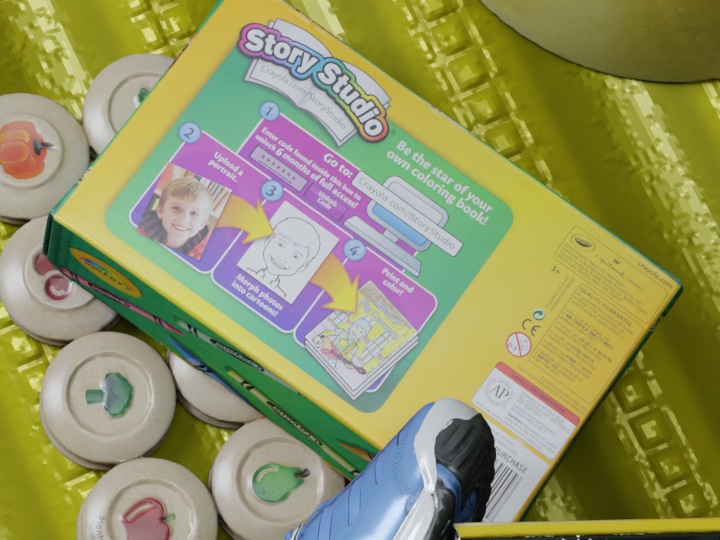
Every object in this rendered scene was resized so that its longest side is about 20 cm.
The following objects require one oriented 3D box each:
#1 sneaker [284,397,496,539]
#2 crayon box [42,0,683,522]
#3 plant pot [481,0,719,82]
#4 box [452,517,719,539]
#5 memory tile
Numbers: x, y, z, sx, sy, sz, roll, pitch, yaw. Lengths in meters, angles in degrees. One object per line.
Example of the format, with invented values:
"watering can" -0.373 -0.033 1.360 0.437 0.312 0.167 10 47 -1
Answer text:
"sneaker" -0.028 0.120 0.957 0.077 0.076 0.200 39 101 15
"crayon box" 0.000 0.000 1.020 0.200 0.058 0.119 36 72 3
"plant pot" 0.127 -0.189 1.068 0.200 0.142 0.200 2 73 -7
"box" 0.108 0.180 0.891 0.159 0.049 0.200 -1 73 11
"memory tile" -0.055 0.010 1.049 0.153 0.017 0.200 -17 76 -13
